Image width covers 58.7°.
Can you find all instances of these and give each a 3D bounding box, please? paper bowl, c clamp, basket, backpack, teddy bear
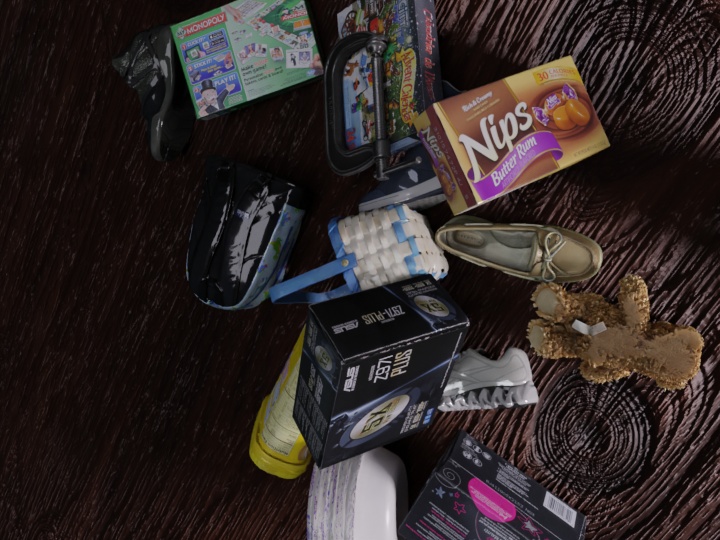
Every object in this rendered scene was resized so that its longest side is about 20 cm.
[{"bbox_3d":[0.005,0.321,0.865,0.103,0.201,0.202,-2,99,13],"label":"paper bowl"},{"bbox_3d":[0.009,-0.197,0.765,0.170,0.027,0.202,-17,76,52],"label":"c clamp"},{"bbox_3d":[0.000,0.000,0.823,0.199,0.176,0.140,-20,82,20],"label":"basket"},{"bbox_3d":[-0.169,-0.040,0.919,0.162,0.154,0.201,19,85,17],"label":"backpack"},{"bbox_3d":[0.298,0.073,0.765,0.199,0.067,0.146,-4,102,28],"label":"teddy bear"}]

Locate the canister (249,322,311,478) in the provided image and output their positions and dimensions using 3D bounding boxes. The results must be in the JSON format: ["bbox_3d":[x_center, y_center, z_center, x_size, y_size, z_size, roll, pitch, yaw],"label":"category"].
[{"bbox_3d":[-0.075,0.166,0.899,0.086,0.149,0.201,24,111,-10],"label":"canister"}]

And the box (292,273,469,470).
[{"bbox_3d":[0.017,0.118,0.747,0.086,0.163,0.201,54,145,38],"label":"box"}]

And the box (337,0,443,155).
[{"bbox_3d":[0.034,-0.245,0.783,0.136,0.038,0.202,-14,78,47],"label":"box"}]

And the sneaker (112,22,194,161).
[{"bbox_3d":[-0.314,-0.267,0.968,0.113,0.076,0.201,7,100,24],"label":"sneaker"}]

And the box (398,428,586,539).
[{"bbox_3d":[0.171,0.329,0.830,0.199,0.132,0.115,34,113,13],"label":"box"}]

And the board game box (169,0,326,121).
[{"bbox_3d":[-0.155,-0.305,0.891,0.199,0.029,0.136,-15,93,13],"label":"board game box"}]

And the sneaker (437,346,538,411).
[{"bbox_3d":[0.135,0.148,0.855,0.199,0.075,0.082,-11,76,27],"label":"sneaker"}]

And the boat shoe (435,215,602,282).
[{"bbox_3d":[0.193,-0.026,0.792,0.199,0.063,0.074,17,106,20],"label":"boat shoe"}]

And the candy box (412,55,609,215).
[{"bbox_3d":[0.170,-0.153,0.715,0.117,0.199,0.056,66,157,0],"label":"candy box"}]

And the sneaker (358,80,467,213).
[{"bbox_3d":[0.071,-0.156,0.820,0.201,0.077,0.147,-18,81,37],"label":"sneaker"}]
